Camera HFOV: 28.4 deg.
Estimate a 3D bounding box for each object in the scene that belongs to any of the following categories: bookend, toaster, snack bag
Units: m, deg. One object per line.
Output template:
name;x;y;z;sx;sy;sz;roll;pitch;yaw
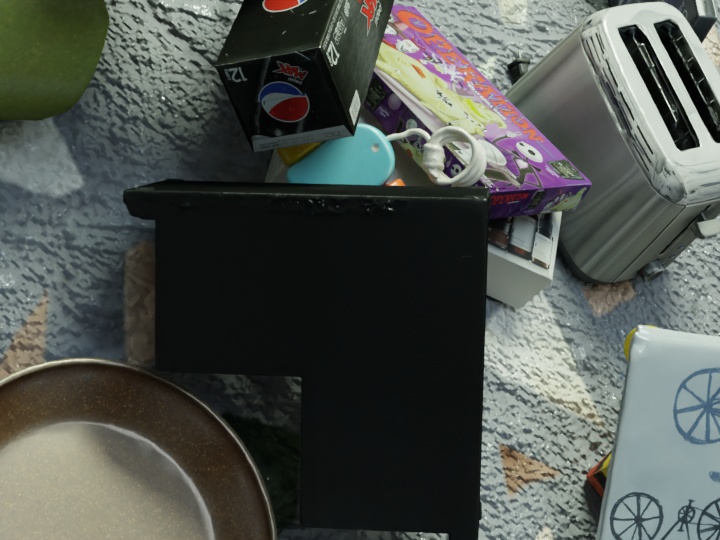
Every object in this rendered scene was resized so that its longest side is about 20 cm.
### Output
bookend;-0.026;0.053;0.803;0.196;0.092;0.203;1;97;6
toaster;0.187;-0.099;1.009;0.113;0.129;0.202;-11;70;-33
snack bag;0.234;0.143;0.905;0.186;0.021;0.203;7;97;-21

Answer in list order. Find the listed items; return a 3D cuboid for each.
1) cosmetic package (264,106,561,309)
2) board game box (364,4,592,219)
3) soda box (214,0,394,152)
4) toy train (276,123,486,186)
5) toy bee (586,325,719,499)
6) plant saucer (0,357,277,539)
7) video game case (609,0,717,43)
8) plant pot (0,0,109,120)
cosmetic package;0.039;-0.055;0.953;0.198;0.051;0.083;23;54;-15
board game box;0.053;-0.111;0.949;0.119;0.032;0.200;-3;45;-52
soda box;-0.025;-0.160;0.865;0.201;0.070;0.064;-74;150;-46
toy train;0.000;0.000;0.870;0.148;0.056;0.202;17;96;3
toy bee;0.235;0.077;0.954;0.130;0.109;0.201;33;54;-8
plant saucer;-0.141;0.146;0.757;0.198;0.037;0.203;13;59;-22
video game case;0.223;-0.234;1.093;0.019;0.143;0.202;-1;64;-10
plant pot;-0.245;-0.160;0.784;0.183;0.200;0.203;4;62;-40
